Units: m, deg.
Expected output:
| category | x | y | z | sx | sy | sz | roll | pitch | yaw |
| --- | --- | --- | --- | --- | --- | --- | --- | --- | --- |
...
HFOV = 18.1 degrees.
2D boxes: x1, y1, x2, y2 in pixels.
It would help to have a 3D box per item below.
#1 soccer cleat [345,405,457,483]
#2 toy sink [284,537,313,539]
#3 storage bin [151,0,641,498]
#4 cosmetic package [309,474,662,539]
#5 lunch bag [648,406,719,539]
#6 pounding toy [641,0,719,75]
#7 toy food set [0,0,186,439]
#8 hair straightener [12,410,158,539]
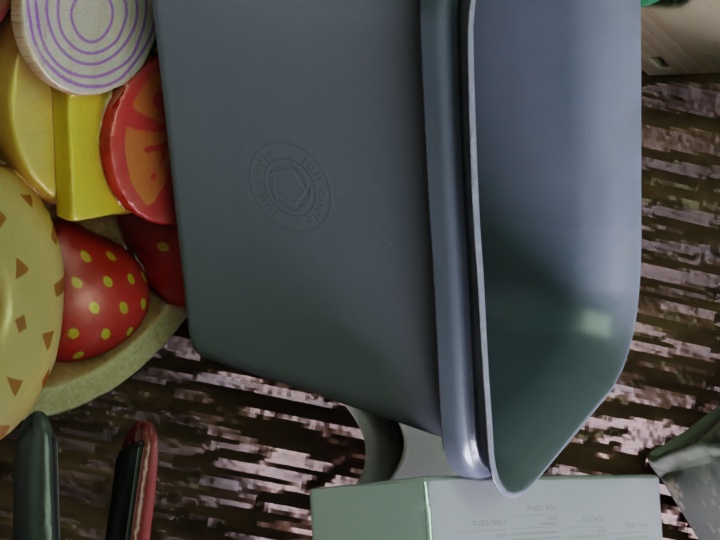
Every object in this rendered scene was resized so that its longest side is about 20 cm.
| category | x | y | z | sx | sy | sz | roll | pitch | yaw |
| --- | --- | --- | --- | --- | --- | --- | --- | --- | --- |
| soccer cleat | 0.000 | 0.000 | 0.874 | 0.085 | 0.069 | 0.201 | -21 | 94 | -24 |
| toy sink | -0.104 | 0.166 | 0.788 | 0.199 | 0.112 | 0.131 | -2 | 82 | -18 |
| storage bin | 0.014 | -0.048 | 0.765 | 0.146 | 0.134 | 0.201 | -42 | 136 | -50 |
| cosmetic package | 0.054 | 0.151 | 0.816 | 0.200 | 0.051 | 0.152 | 10 | 74 | -60 |
| lunch bag | 0.246 | 0.084 | 0.912 | 0.199 | 0.118 | 0.165 | -34 | 92 | -16 |
| pounding toy | 0.104 | -0.178 | 0.910 | 0.184 | 0.142 | 0.201 | 39 | 72 | -28 |
| toy food set | -0.108 | -0.044 | 0.771 | 0.199 | 0.048 | 0.199 | -14 | 109 | -43 |
| hair straightener | -0.112 | 0.143 | 0.714 | 0.076 | 0.041 | 0.201 | 9 | 83 | -18 |
